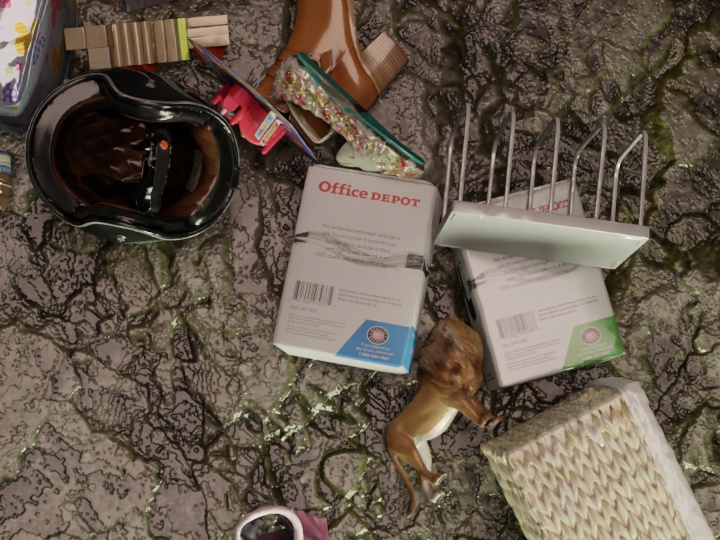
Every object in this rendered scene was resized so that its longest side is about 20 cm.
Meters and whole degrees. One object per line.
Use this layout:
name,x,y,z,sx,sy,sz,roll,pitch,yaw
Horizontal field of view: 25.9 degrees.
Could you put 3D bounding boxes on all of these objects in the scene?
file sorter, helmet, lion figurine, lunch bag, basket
file sorter,0.189,-0.087,1.620,0.199,0.139,0.125,8,77,-3
helmet,-0.244,-0.120,1.636,0.190,0.200,0.201,17,77,41
lion figurine,0.076,0.155,1.677,0.122,0.072,0.200,44,103,23
lunch bag,-0.372,-0.256,1.655,0.127,0.170,0.201,15,83,1
basket,0.246,0.234,1.633,0.160,0.198,0.201,-28,89,-4

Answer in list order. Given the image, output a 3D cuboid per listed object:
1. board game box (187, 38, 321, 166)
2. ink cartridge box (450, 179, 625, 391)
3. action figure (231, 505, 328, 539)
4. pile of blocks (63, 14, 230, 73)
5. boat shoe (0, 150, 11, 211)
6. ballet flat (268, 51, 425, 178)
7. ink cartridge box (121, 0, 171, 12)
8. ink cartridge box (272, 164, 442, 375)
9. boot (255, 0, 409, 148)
board game box,-0.123,-0.164,1.653,0.158,0.200,0.039,41,86,18
ink cartridge box,0.188,0.017,1.714,0.146,0.083,0.201,-14,84,-7
action figure,-0.044,0.340,1.620,0.134,0.149,0.201,-22,71,-14
pile of blocks,-0.230,-0.241,1.707,0.199,0.082,0.062,-10,100,-29
boat shoe,-0.474,-0.086,1.668,0.199,0.072,0.073,-5,84,-6
ballet flat,-0.017,-0.152,1.667,0.200,0.076,0.064,43,103,15
ink cartridge box,-0.205,-0.350,1.701,0.199,0.136,0.077,-18,82,-8
ink cartridge box,0.000,0.000,1.684,0.144,0.084,0.201,10,81,10
boot,-0.063,-0.248,1.741,0.155,0.077,0.200,-42,95,-6
